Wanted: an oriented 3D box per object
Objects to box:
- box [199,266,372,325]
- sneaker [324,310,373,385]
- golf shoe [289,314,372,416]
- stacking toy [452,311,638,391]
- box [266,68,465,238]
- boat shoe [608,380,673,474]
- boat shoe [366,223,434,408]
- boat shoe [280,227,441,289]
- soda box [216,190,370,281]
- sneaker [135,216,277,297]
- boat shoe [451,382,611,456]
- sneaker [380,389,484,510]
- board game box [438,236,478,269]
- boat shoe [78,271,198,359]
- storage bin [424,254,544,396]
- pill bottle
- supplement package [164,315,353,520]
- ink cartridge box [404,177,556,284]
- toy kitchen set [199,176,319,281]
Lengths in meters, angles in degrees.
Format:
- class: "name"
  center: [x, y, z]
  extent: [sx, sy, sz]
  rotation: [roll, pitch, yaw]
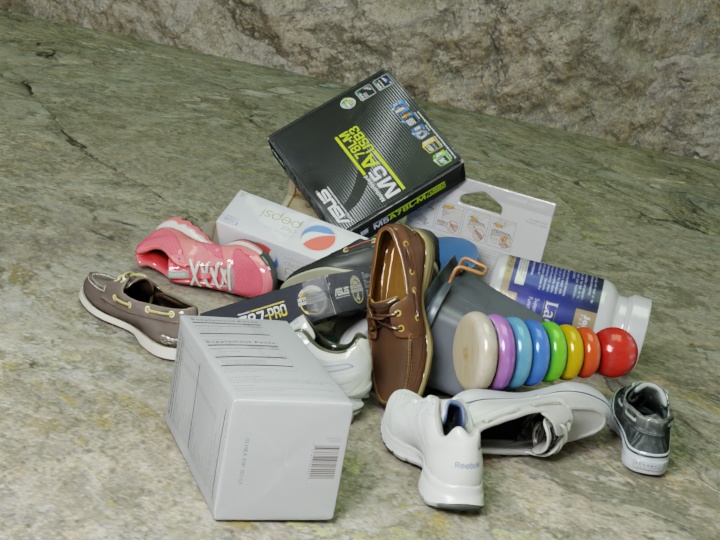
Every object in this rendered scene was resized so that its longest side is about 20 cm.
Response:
- class: "box"
  center: [-0.060, 0.039, 1.575]
  extent: [0.160, 0.049, 0.200]
  rotation: [-14, -2, 25]
- class: "sneaker"
  center: [-0.005, 0.082, 1.616]
  extent: [0.088, 0.076, 0.200]
  rotation: [2, 8, 17]
- class: "golf shoe"
  center: [-0.083, 0.085, 1.469]
  extent: [0.199, 0.098, 0.078]
  rotation: [10, 18, -2]
- class: "stacking toy"
  center: [0.202, 0.089, 1.509]
  extent: [0.199, 0.086, 0.085]
  rotation: [3, 18, -19]
- class: "box"
  center: [0.007, -0.148, 1.878]
  extent: [0.192, 0.048, 0.200]
  rotation: [-29, 58, -10]
- class: "boat shoe"
  center: [0.316, 0.157, 1.566]
  extent: [0.072, 0.071, 0.200]
  rotation: [12, 15, 0]
- class: "boat shoe"
  center: [0.033, 0.048, 1.510]
  extent: [0.072, 0.201, 0.067]
  rotation: [-3, -13, 33]
- class: "boat shoe"
  center: [0.001, 0.002, 1.692]
  extent: [0.200, 0.074, 0.063]
  rotation: [-14, 37, 21]
- class: "soda box"
  center: [-0.080, -0.027, 1.791]
  extent: [0.199, 0.068, 0.064]
  rotation: [22, 52, 17]
- class: "sneaker"
  center: [-0.194, -0.001, 1.766]
  extent: [0.199, 0.074, 0.087]
  rotation: [18, 32, 29]
- class: "boat shoe"
  center: [0.182, 0.159, 1.468]
  extent: [0.199, 0.072, 0.066]
  rotation: [6, 27, -30]
- class: "sneaker"
  center: [0.077, 0.154, 1.370]
  extent: [0.074, 0.088, 0.200]
  rotation: [4, 17, -21]
- class: "board game box"
  center: [0.060, 0.023, 1.821]
  extent: [0.199, 0.039, 0.158]
  rotation: [-29, 24, -18]
- class: "boat shoe"
  center: [-0.243, 0.036, 1.580]
  extent: [0.072, 0.060, 0.200]
  rotation: [-3, 22, -41]
- class: "storage bin"
  center: [0.133, 0.071, 1.629]
  extent: [0.134, 0.146, 0.200]
  rotation: [25, 17, 6]
- class: "pill bottle"
  center: [0.255, 0.057, 1.783]
  extent: [0.199, 0.116, 0.116]
  rotation: [14, 16, 8]
- class: "supplement package"
  center: [-0.096, 0.127, 1.280]
  extent: [0.109, 0.114, 0.200]
  rotation: [4, 18, -22]
- class: "ink cartridge box"
  center: [0.150, -0.031, 1.894]
  extent: [0.199, 0.177, 0.045]
  rotation: [18, 12, 18]
- class: "toy kitchen set"
  center: [-0.126, -0.105, 1.937]
  extent: [0.162, 0.182, 0.200]
  rotation: [16, 17, 18]
